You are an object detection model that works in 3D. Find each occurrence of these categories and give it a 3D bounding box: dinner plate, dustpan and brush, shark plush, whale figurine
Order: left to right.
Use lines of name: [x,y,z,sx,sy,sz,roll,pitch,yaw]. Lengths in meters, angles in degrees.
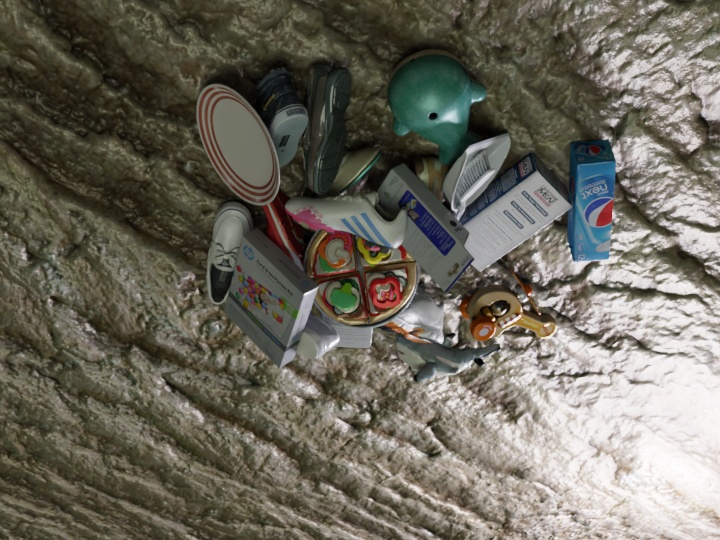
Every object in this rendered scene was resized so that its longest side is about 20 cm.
dinner plate: [-0.185,-0.196,1.400,0.199,0.024,0.202,32,139,33]
whale figurine: [0.122,-0.236,1.379,0.158,0.104,0.201,-20,129,16]
shark plush: [0.169,0.159,1.729,0.198,0.091,0.084,-2,99,9]
dustpan and brush: [0.168,-0.124,1.459,0.057,0.139,0.200,51,131,13]

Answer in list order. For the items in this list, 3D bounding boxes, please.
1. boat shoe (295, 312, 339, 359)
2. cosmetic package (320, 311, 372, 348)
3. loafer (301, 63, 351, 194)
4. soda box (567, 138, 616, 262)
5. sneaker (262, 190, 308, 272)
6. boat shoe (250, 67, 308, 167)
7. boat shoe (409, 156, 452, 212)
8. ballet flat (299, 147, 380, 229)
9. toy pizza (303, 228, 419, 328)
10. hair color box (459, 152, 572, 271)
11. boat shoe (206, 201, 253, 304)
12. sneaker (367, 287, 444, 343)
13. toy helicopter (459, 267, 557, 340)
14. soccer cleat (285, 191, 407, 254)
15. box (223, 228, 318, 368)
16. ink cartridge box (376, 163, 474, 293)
boat shoe: [-0.114,0.095,1.633,0.068,0.199,0.073,-21,116,-35]
cosmetic package: [-0.021,0.043,1.630,0.100,0.074,0.201,2,131,-2]
loafer: [-0.061,-0.222,1.406,0.062,0.072,0.202,23,115,26]
soda box: [0.382,-0.113,1.498,0.063,0.068,0.201,-5,129,5]
sneaker: [-0.155,-0.041,1.561,0.114,0.079,0.201,-12,118,20]
boat shoe: [-0.136,-0.231,1.415,0.070,0.092,0.200,-10,163,-27]
boat shoe: [0.119,-0.097,1.519,0.075,0.072,0.202,-5,130,-10]
ballet flat: [-0.049,-0.146,1.484,0.069,0.070,0.200,31,123,-22]
toy pizza: [0.000,0.000,1.517,0.198,0.032,0.203,1,97,6]
hair color box: [0.244,-0.096,1.519,0.199,0.061,0.100,-37,120,27]
boat shoe: [-0.230,-0.025,1.580,0.073,0.066,0.201,8,129,-5]
sneaker: [0.078,0.068,1.623,0.075,0.093,0.199,-1,162,43]
toy helicopter: [0.290,0.074,1.665,0.199,0.079,0.133,20,119,-28]
soccer cleat: [-0.019,-0.097,1.442,0.198,0.070,0.087,18,113,-2]
box: [-0.158,0.050,1.556,0.156,0.041,0.201,43,137,20]
ink cartridge box: [0.104,-0.068,1.455,0.200,0.039,0.100,50,136,12]
